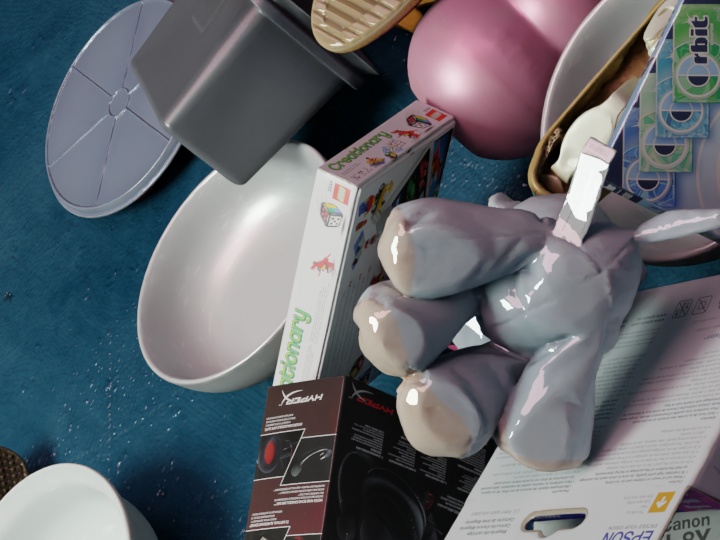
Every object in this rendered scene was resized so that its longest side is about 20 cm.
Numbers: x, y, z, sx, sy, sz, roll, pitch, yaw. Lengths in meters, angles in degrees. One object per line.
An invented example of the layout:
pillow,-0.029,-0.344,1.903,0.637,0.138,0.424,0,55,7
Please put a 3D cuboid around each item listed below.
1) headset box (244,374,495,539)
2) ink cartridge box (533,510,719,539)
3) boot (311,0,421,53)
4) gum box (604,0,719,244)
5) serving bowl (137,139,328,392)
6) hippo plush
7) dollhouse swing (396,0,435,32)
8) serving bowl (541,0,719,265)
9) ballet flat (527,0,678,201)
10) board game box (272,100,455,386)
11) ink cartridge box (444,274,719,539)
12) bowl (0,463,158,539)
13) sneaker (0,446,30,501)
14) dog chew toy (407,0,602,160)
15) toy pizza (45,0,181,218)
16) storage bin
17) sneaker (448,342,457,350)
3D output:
headset box,0.002,0.185,1.358,0.075,0.149,0.200,-11,63,43
ink cartridge box,0.173,0.208,1.218,0.145,0.083,0.200,-18,59,41
boot,0.062,-0.215,1.483,0.072,0.166,0.200,41,97,23
gum box,0.256,-0.084,1.208,0.170,0.200,0.045,-63,-3,-1
serving bowl,-0.072,0.005,1.579,0.200,0.066,0.200,-28,46,33
hippo plush,0.084,0.000,1.204,0.200,0.159,0.161,-62,4,15
dollhouse swing,0.032,-0.297,1.653,0.182,0.176,0.200,30,94,7
serving bowl,0.211,-0.093,1.324,0.200,0.066,0.200,-15,65,35
ballet flat,0.173,-0.109,1.265,0.069,0.063,0.200,43,107,12
board game box,0.000,0.000,1.411,0.035,0.126,0.200,26,125,20
ink cartridge box,0.151,0.091,1.190,0.196,0.043,0.200,-13,40,56
bowl,-0.206,0.250,1.585,0.201,0.090,0.201,-23,55,37
sneaker,-0.282,0.242,1.702,0.076,0.070,0.200,125,143,-51
dog chew toy,0.127,-0.169,1.433,0.200,0.124,0.125,-44,44,10
toy pizza,-0.192,-0.135,1.807,0.200,0.032,0.201,-24,54,38
storage bin,-0.097,-0.162,1.596,0.134,0.145,0.200,-49,26,7
sneaker,0.090,0.024,1.367,0.200,0.121,0.084,14,81,48
